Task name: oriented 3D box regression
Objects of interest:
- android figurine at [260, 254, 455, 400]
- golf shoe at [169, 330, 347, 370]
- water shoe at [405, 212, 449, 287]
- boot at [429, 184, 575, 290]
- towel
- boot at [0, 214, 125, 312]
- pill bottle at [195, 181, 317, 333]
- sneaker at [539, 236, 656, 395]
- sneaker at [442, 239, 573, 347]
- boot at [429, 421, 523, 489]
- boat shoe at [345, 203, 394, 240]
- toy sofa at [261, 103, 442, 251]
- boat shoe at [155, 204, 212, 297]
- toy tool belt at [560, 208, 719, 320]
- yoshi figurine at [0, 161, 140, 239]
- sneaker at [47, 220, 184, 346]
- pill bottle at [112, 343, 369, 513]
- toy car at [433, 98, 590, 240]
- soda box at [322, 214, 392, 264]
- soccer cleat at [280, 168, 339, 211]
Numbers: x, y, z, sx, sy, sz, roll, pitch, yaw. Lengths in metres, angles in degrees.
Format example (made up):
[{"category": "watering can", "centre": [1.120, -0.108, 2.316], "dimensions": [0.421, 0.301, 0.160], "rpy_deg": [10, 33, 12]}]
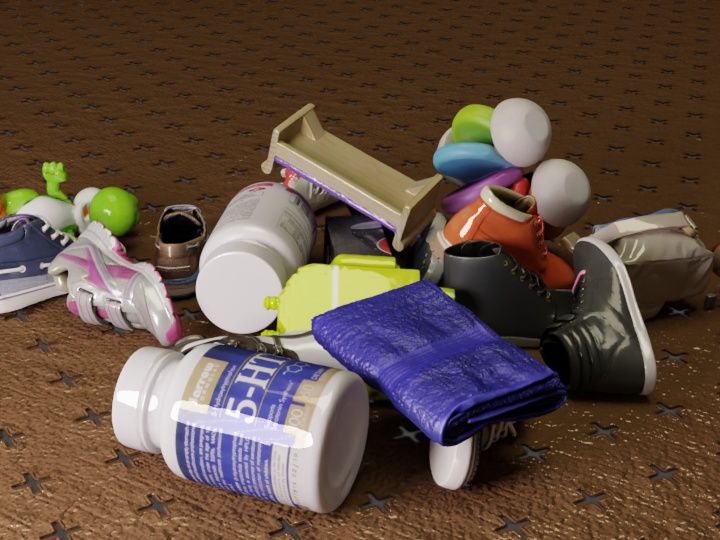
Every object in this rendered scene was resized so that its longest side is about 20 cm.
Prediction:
[{"category": "android figurine", "centre": [-0.001, 0.052, 1.263], "dimensions": [0.199, 0.041, 0.183], "rpy_deg": [1, 48, -4]}, {"category": "golf shoe", "centre": [-0.093, 0.096, 1.166], "dimensions": [0.199, 0.078, 0.094], "rpy_deg": [-4, -1, 11]}, {"category": "water shoe", "centre": [0.100, -0.005, 1.467], "dimensions": [0.079, 0.072, 0.200], "rpy_deg": [31, 20, -5]}, {"category": "boot", "centre": [0.185, -0.028, 1.392], "dimensions": [0.199, 0.107, 0.075], "rpy_deg": [20, 28, -34]}, {"category": "towel", "centre": [0.066, 0.072, 1.093], "dimensions": [0.147, 0.050, 0.200], "rpy_deg": [-12, 31, -35]}, {"category": "boot", "centre": [-0.349, -0.025, 1.415], "dimensions": [0.072, 0.091, 0.200], "rpy_deg": [18, 29, 34]}, {"category": "pill bottle", "centre": [-0.116, -0.015, 1.396], "dimensions": [0.113, 0.114, 0.200], "rpy_deg": [4, 23, 5]}, {"category": "sneaker", "centre": [0.225, 0.043, 1.275], "dimensions": [0.099, 0.071, 0.201], "rpy_deg": [-4, 49, -10]}, {"category": "sneaker", "centre": [0.181, 0.021, 1.336], "dimensions": [0.199, 0.107, 0.075], "rpy_deg": [-5, 24, -14]}, {"category": "boot", "centre": [0.115, 0.130, 1.137], "dimensions": [0.090, 0.073, 0.200], "rpy_deg": [18, 33, -8]}, {"category": "boat shoe", "centre": [0.039, -0.087, 1.585], "dimensions": [0.063, 0.073, 0.201], "rpy_deg": [-31, 18, -14]}, {"category": "toy sofa", "centre": [-0.012, -0.099, 1.454], "dimensions": [0.199, 0.098, 0.083], "rpy_deg": [31, 43, 15]}, {"category": "boat shoe", "centre": [-0.209, -0.039, 1.497], "dimensions": [0.072, 0.073, 0.200], "rpy_deg": [-1, 24, -5]}, {"category": "toy tool belt", "centre": [0.340, -0.024, 1.431], "dimensions": [0.199, 0.126, 0.123], "rpy_deg": [-9, 34, -24]}, {"category": "yoshi figurine", "centre": [-0.359, -0.068, 1.532], "dimensions": [0.199, 0.113, 0.112], "rpy_deg": [-10, 42, -29]}, {"category": "sneaker", "centre": [-0.264, 0.030, 1.341], "dimensions": [0.088, 0.082, 0.200], "rpy_deg": [-38, 48, -21]}, {"category": "pill bottle", "centre": [-0.104, 0.127, 1.063], "dimensions": [0.199, 0.120, 0.120], "rpy_deg": [10, 25, 19]}, {"category": "toy car", "centre": [0.165, -0.101, 1.526], "dimensions": [0.150, 0.200, 0.175], "rpy_deg": [-41, 13, -30]}, {"category": "soda box", "centre": [0.000, 0.000, 1.430], "dimensions": [0.070, 0.064, 0.200], "rpy_deg": [-2, 24, -7]}, {"category": "soccer cleat", "centre": [-0.052, -0.118, 1.696], "dimensions": [0.085, 0.069, 0.200], "rpy_deg": [3, 19, 15]}]
